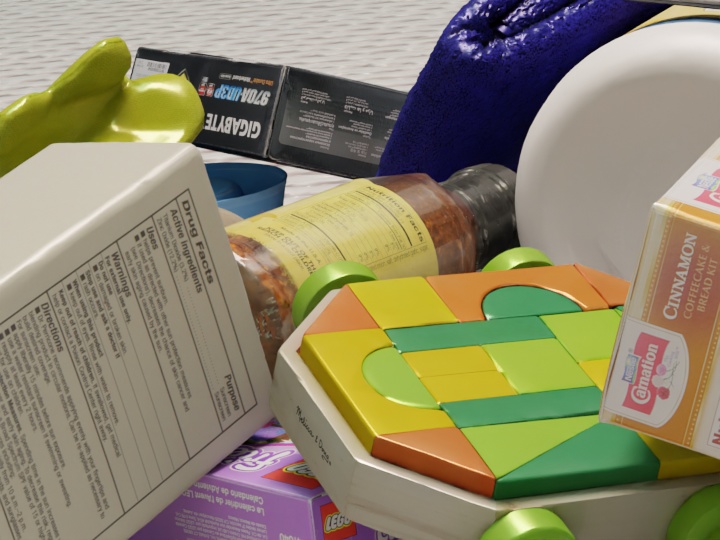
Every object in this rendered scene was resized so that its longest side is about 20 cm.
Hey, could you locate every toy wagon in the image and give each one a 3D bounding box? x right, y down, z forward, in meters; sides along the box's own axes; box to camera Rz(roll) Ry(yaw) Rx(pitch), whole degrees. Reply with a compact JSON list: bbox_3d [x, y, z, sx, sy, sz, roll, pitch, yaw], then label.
[{"bbox_3d":[0.073,0.042,0.918,0.199,0.040,0.155,-5,34,-25],"label":"toy wagon"}]

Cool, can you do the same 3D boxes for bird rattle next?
[{"bbox_3d":[-0.117,0.012,1.122,0.163,0.113,0.200,15,-42,-40],"label":"bird rattle"}]

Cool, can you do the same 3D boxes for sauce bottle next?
[{"bbox_3d":[0.000,0.000,1.045,0.066,0.066,0.200,1,12,32],"label":"sauce bottle"}]

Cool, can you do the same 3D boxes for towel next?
[{"bbox_3d":[0.065,-0.065,1.224,0.148,0.050,0.200,-38,-15,-33],"label":"towel"}]

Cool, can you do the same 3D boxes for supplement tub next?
[{"bbox_3d":[0.157,-0.042,1.132,0.144,0.145,0.200,-1,14,23],"label":"supplement tub"}]

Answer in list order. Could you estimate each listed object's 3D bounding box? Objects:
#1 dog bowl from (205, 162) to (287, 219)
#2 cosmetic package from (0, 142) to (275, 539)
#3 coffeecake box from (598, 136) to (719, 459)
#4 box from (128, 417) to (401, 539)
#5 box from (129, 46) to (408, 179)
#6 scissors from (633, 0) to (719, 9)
[{"bbox_3d":[-0.130,-0.010,1.356,0.199,0.050,0.111,-10,13,-16],"label":"dog bowl"},{"bbox_3d":[-0.122,0.048,0.882,0.073,0.104,0.200,2,28,39],"label":"cosmetic package"},{"bbox_3d":[0.190,0.023,0.858,0.199,0.073,0.153,18,20,14],"label":"coffeecake box"},{"bbox_3d":[-0.028,0.064,1.001,0.137,0.039,0.200,-17,17,-39],"label":"box"},{"bbox_3d":[0.004,-0.066,1.394,0.199,0.046,0.159,11,2,-31],"label":"box"},{"bbox_3d":[0.176,-0.094,1.027,0.199,0.014,0.073,4,17,7],"label":"scissors"}]
